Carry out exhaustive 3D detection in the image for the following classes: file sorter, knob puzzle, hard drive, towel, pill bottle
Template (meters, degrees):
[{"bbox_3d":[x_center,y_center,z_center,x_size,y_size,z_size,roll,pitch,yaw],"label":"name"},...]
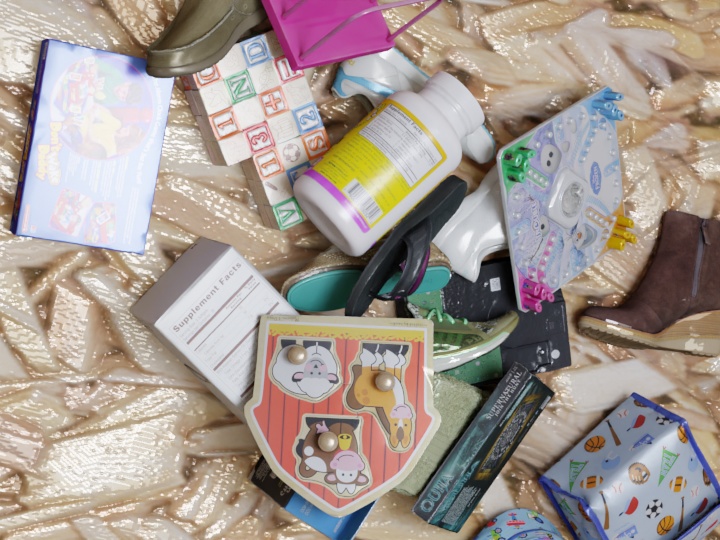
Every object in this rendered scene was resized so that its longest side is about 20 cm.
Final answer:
[{"bbox_3d":[-0.023,-0.327,1.547,0.139,0.125,0.200,-19,83,-41],"label":"file sorter"},{"bbox_3d":[-0.018,0.144,1.526,0.219,0.030,0.220,0,82,0],"label":"knob puzzle"},{"bbox_3d":[0.140,0.060,1.753,0.200,0.038,0.140,-11,100,-20],"label":"hard drive"},{"bbox_3d":[0.085,0.187,1.686,0.149,0.036,0.200,-57,152,0],"label":"towel"},{"bbox_3d":[0.033,-0.115,1.592,0.200,0.104,0.104,-43,109,-11],"label":"pill bottle"}]

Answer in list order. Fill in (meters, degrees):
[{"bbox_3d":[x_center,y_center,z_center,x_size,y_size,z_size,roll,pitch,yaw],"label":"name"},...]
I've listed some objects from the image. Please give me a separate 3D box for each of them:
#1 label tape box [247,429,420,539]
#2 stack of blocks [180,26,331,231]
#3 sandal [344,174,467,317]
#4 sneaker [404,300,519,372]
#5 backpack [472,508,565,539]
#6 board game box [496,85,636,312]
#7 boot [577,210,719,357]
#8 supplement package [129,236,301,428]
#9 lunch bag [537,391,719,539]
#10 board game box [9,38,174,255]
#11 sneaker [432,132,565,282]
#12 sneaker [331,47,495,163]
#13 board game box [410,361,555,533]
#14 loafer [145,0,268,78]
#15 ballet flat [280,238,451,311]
[{"bbox_3d":[-0.032,0.195,1.616,0.066,0.200,0.143,34,84,-19],"label":"label tape box"},{"bbox_3d":[-0.102,-0.146,1.625,0.115,0.059,0.200,-25,104,-16],"label":"stack of blocks"},{"bbox_3d":[0.056,-0.020,1.595,0.048,0.075,0.200,34,67,18],"label":"sandal"},{"bbox_3d":[0.083,0.068,1.681,0.200,0.077,0.089,-20,86,-22],"label":"sneaker"},{"bbox_3d":[0.182,0.383,1.756,0.200,0.135,0.183,-41,109,-15],"label":"backpack"},{"bbox_3d":[0.237,-0.079,1.718,0.200,0.026,0.200,-32,124,-35],"label":"board game box"},{"bbox_3d":[0.352,0.011,1.824,0.200,0.072,0.167,9,81,-20],"label":"boot"},{"bbox_3d":[-0.124,0.076,1.612,0.117,0.117,0.200,-47,109,-10],"label":"supplement package"},{"bbox_3d":[0.335,0.279,1.811,0.170,0.124,0.200,-37,121,-13],"label":"lunch bag"},{"bbox_3d":[-0.273,-0.125,1.570,0.134,0.045,0.200,10,93,-21],"label":"board game box"},{"bbox_3d":[0.170,-0.071,1.716,0.200,0.075,0.088,-45,76,-2],"label":"sneaker"},{"bbox_3d":[0.060,-0.173,1.681,0.200,0.077,0.081,35,90,-14],"label":"sneaker"},{"bbox_3d":[0.139,0.200,1.717,0.028,0.135,0.200,35,88,23],"label":"board game box"},{"bbox_3d":[-0.154,-0.260,1.556,0.200,0.076,0.068,-49,129,-41],"label":"loafer"},{"bbox_3d":[0.000,0.000,1.658,0.200,0.065,0.071,-5,136,-25],"label":"ballet flat"}]
